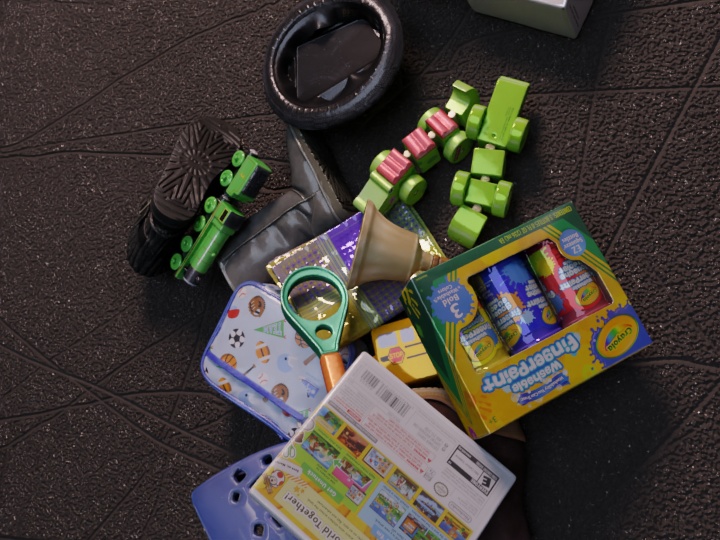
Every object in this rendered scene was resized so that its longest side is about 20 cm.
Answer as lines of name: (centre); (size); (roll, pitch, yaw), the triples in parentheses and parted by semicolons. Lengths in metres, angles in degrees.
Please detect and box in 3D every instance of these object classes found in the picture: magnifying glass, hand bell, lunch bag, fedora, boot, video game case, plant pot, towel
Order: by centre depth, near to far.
video game case: (0.024, 0.209, 0.749); (0.199, 0.023, 0.182); (38, 66, 9)
boot: (0.085, 0.213, 0.819); (0.196, 0.072, 0.169); (1, 73, -10)
plant pot: (-0.036, 0.276, 0.848); (0.179, 0.200, 0.201); (-39, 66, 7)
magnifying glass: (-0.039, 0.077, 0.850); (0.078, 0.023, 0.202); (-9, 55, -12)
hand bell: (0.090, -0.004, 0.875); (0.197, 0.104, 0.106); (15, 87, -1)
towel: (0.000, 0.000, 0.927); (0.198, 0.023, 0.145); (-29, 66, -7)
lunch bag: (-0.095, 0.118, 0.960); (0.198, 0.075, 0.162); (31, 94, 20)
fedora: (-0.025, -0.259, 0.991); (0.198, 0.091, 0.204); (-5, 79, 26)
boot: (-0.115, -0.082, 1.027); (0.199, 0.072, 0.184); (-34, 66, 25)
boot: (-0.253, -0.105, 1.085); (0.079, 0.213, 0.158); (32, 142, -8)

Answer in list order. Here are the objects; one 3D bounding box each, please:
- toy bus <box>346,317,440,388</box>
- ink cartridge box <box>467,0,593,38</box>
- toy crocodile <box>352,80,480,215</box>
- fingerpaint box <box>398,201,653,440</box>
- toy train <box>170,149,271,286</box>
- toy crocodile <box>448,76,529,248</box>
toy bus: (0.080, 0.091, 0.875); (0.197, 0.065, 0.080); (-17, 75, 13)
ink cartridge box: (0.220, -0.395, 0.897); (0.144, 0.084, 0.203); (25, 92, 28)
toy crocodile: (0.069, -0.142, 0.931); (0.200, 0.062, 0.068); (-43, 65, 0)
fingerpaint box: (0.166, 0.050, 0.788); (0.198, 0.073, 0.169); (-24, 78, -13)
toy train: (-0.183, -0.065, 1.008); (0.056, 0.041, 0.201); (41, 103, 38)
toy crocodile: (0.150, -0.125, 0.894); (0.066, 0.062, 0.203); (14, 85, 15)
